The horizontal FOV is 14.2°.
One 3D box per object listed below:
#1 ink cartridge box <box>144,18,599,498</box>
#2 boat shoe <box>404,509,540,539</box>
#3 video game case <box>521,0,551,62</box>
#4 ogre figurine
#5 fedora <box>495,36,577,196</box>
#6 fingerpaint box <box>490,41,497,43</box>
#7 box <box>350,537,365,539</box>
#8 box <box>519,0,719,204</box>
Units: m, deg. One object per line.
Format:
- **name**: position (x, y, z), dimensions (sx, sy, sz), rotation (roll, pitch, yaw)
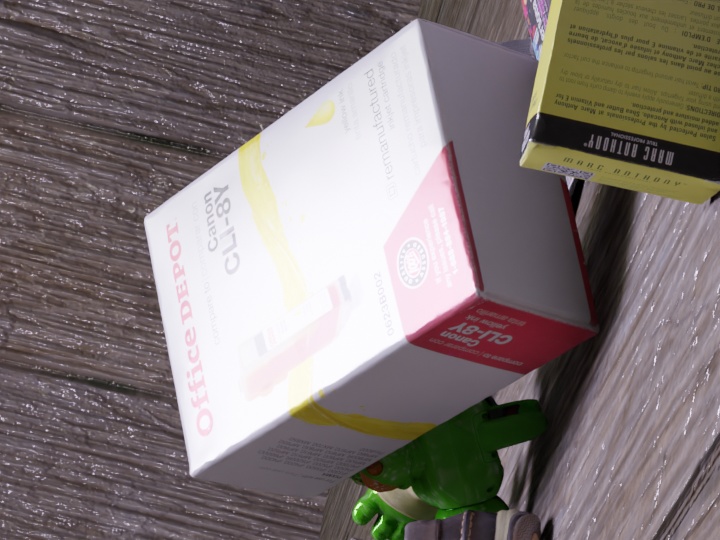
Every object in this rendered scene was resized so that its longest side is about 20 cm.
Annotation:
- **ink cartridge box**: position (0.000, 0.000, 1.332), dimensions (0.200, 0.083, 0.146), rotation (-34, 57, 37)
- **boat shoe**: position (0.032, 0.174, 1.361), dimensions (0.200, 0.073, 0.075), rotation (105, 177, -46)
- **video game case**: position (0.105, -0.187, 1.309), dimensions (0.182, 0.036, 0.200), rotation (105, 159, -48)
- **ogre figurine**: position (0.036, 0.076, 1.425), dimensions (0.120, 0.098, 0.201), rotation (-164, 78, -77)
- **fedora**: position (0.065, -0.063, 1.555), dimensions (0.200, 0.090, 0.177), rotation (107, 174, -62)
- **fingerpaint box**: position (0.055, -0.044, 1.884), dimensions (0.200, 0.073, 0.167), rotation (113, 168, -75)
- **box**: position (-0.015, 0.319, 2.100), dimensions (0.156, 0.041, 0.200), rotation (105, 177, -54)
- **box**: position (0.112, -0.130, 1.040), dimensions (0.050, 0.075, 0.201), rotation (121, 160, -83)
